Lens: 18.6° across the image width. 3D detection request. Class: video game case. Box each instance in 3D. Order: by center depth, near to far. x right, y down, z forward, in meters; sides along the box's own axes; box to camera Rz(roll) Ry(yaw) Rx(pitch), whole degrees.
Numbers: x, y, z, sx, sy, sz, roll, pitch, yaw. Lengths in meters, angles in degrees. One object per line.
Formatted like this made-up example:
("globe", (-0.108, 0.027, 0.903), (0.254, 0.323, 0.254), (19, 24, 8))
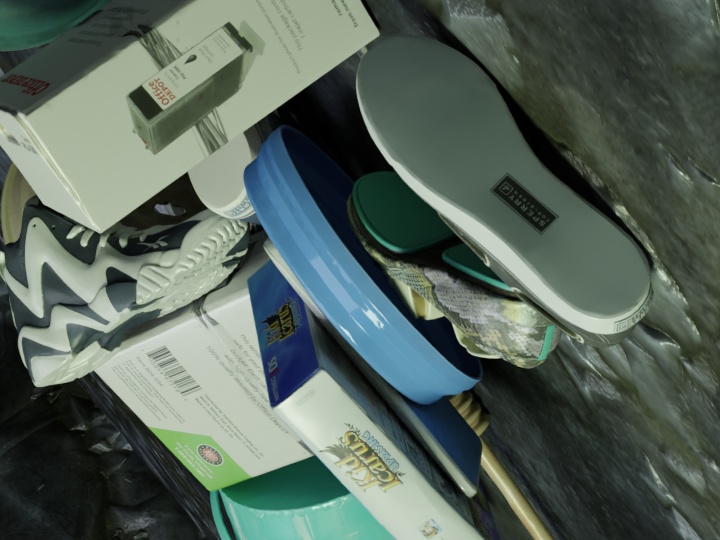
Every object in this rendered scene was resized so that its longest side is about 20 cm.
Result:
("video game case", (0.007, 0.093, 1.392), (0.181, 0.045, 0.200), (46, -169, -21))

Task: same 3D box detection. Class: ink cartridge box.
("ink cartridge box", (-0.109, -0.116, 1.262), (0.083, 0.200, 0.147), (58, 168, -19))
("ink cartridge box", (-0.069, 0.060, 1.572), (0.199, 0.084, 0.146), (-23, 118, 37))

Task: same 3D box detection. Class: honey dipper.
("honey dipper", (0.108, 0.158, 1.569), (0.200, 0.038, 0.038), (53, 168, -13))

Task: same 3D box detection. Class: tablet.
("tablet", (0.010, 0.051, 1.387), (0.200, 0.014, 0.130), (51, -170, -4))

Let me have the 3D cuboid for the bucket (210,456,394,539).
("bucket", (-0.010, 0.177, 1.682), (0.207, 0.207, 0.135), (35, 150, 57))

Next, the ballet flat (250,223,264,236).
("ballet flat", (-0.032, 0.005, 1.618), (0.074, 0.074, 0.201), (34, 152, 58))

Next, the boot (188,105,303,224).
("boot", (-0.086, -0.109, 1.499), (0.090, 0.073, 0.201), (21, -138, -47))

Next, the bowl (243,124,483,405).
("bowl", (0.000, 0.000, 1.369), (0.201, 0.039, 0.201), (49, -170, -12))

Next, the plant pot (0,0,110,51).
("plant pot", (-0.208, -0.254, 1.333), (0.201, 0.200, 0.196), (55, 159, -4))

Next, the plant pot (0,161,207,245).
("plant pot", (-0.159, -0.066, 1.660), (0.201, 0.200, 0.183), (54, 157, 3))

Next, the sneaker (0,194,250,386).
("sneaker", (-0.175, -0.022, 1.514), (0.079, 0.199, 0.130), (-11, -111, -56))

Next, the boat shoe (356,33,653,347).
("boat shoe", (0.072, -0.037, 1.128), (0.200, 0.070, 0.066), (43, 163, 17))

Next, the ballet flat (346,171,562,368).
("ballet flat", (0.051, 0.005, 1.271), (0.200, 0.072, 0.072), (36, 158, 53))
